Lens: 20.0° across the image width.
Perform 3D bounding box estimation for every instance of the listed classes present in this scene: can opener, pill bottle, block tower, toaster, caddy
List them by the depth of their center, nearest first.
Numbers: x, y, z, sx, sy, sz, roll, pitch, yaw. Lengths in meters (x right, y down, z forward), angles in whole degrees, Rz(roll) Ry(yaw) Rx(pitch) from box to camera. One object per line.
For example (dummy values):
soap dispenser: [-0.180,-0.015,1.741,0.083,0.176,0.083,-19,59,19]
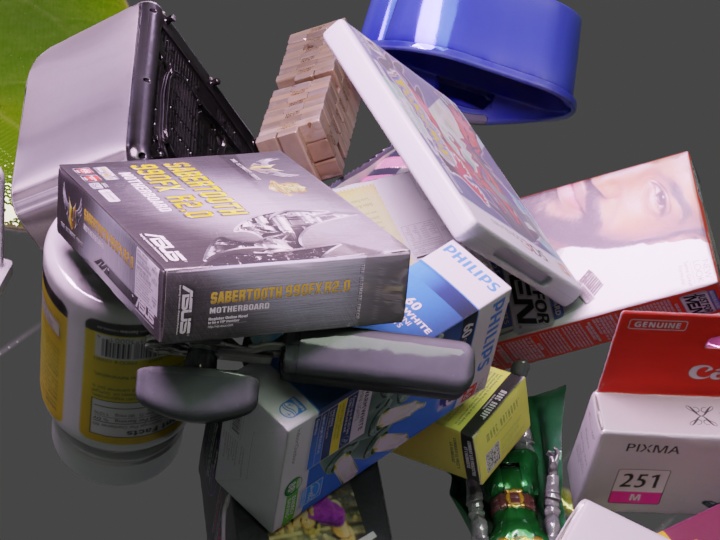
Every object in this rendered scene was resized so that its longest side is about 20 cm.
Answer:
can opener: [-0.033,0.066,1.217,0.198,0.053,0.067,7,78,-4]
pill bottle: [-0.163,0.051,1.402,0.113,0.201,0.115,5,47,-6]
toaster: [-0.156,-0.062,1.506,0.118,0.181,0.201,-19,45,19]
block tower: [-0.037,-0.133,1.654,0.054,0.058,0.200,-14,30,15]
caddy: [0.088,-0.174,1.682,0.199,0.141,0.106,15,81,-22]

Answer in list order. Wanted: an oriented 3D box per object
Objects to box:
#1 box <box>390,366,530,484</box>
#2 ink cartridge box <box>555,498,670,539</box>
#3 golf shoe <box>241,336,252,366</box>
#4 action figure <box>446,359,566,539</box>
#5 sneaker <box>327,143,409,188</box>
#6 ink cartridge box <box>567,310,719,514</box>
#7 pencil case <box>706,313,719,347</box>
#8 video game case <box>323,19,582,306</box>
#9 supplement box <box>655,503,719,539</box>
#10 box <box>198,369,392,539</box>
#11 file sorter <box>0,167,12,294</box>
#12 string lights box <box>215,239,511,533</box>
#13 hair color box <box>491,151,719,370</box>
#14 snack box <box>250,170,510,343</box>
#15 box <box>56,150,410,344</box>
box: [0.018,0.086,1.468,0.199,0.050,0.075,17,44,29]
ink cartridge box: [0.167,0.256,1.277,0.147,0.201,0.086,25,48,12]
golf shoe: [-0.037,0.020,1.481,0.094,0.078,0.200,-7,28,41]
action figure: [0.106,0.152,1.462,0.117,0.055,0.201,-4,48,-4]
sneaker: [0.023,-0.050,1.636,0.200,0.070,0.082,-36,88,-38]
ink cartridge box: [0.262,0.106,1.451,0.198,0.174,0.044,3,47,-8]
pencil case: [0.236,0.036,1.576,0.200,0.091,0.094,38,87,25]
video game case: [0.068,-0.075,1.460,0.023,0.182,0.201,-40,59,13]
supplement box: [0.286,0.208,1.406,0.199,0.111,0.086,-20,54,-27]
box: [-0.043,0.177,1.363,0.105,0.123,0.201,0,48,-12]
file sorter: [-0.350,0.009,1.458,0.138,0.125,0.201,16,47,5]
string lights box: [0.002,0.071,1.314,0.199,0.103,0.059,-31,58,-33]
hair color box: [0.166,-0.004,1.533,0.199,0.064,0.112,-16,65,13]
snack box: [0.000,0.000,1.419,0.199,0.037,0.117,-14,71,-38]
box: [-0.082,-0.019,1.252,0.157,0.049,0.200,-5,23,-24]
